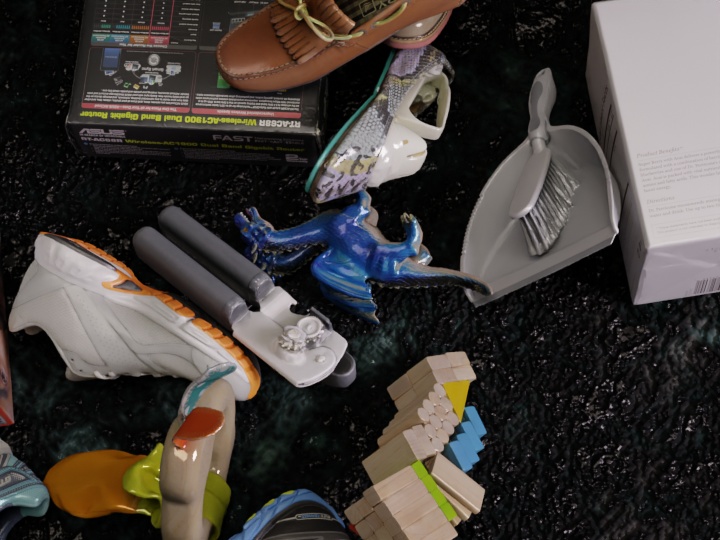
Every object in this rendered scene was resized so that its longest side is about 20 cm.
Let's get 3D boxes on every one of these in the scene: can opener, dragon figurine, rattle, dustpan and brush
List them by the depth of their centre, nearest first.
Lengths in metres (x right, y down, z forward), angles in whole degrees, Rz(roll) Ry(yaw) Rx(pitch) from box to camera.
[{"bbox_3d":[-0.151,0.112,1.163,0.143,0.200,0.130,25,77,11],"label":"rattle"},{"bbox_3d":[-0.089,0.026,1.273,0.200,0.067,0.053,38,64,24],"label":"can opener"},{"bbox_3d":[0.000,0.000,1.274,0.200,0.059,0.099,34,76,19],"label":"dragon figurine"},{"bbox_3d":[0.136,-0.078,1.285,0.057,0.139,0.200,46,38,-22],"label":"dustpan and brush"}]

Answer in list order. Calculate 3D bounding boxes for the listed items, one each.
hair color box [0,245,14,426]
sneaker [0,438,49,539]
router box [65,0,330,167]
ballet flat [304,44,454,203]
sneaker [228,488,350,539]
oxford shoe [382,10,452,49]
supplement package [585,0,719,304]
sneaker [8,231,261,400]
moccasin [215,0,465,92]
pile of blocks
[{"bbox_3d":[-0.303,0.008,1.261,0.064,0.111,0.200,-8,69,0],"label":"hair color box"},{"bbox_3d":[-0.298,0.210,1.203,0.086,0.078,0.200,33,74,11],"label":"sneaker"},{"bbox_3d":[-0.121,-0.164,1.343,0.199,0.062,0.150,3,68,4],"label":"router box"},{"bbox_3d":[0.025,-0.109,1.281,0.072,0.072,0.200,20,43,10],"label":"ballet flat"},{"bbox_3d":[-0.083,0.240,1.181,0.083,0.071,0.200,39,73,22],"label":"sneaker"},{"bbox_3d":[0.041,-0.261,1.342,0.070,0.075,0.200,2,54,6],"label":"oxford shoe"},{"bbox_3d":[0.244,-0.094,1.265,0.121,0.120,0.200,-9,69,1],"label":"supplement package"},{"bbox_3d":[-0.169,0.054,1.267,0.200,0.076,0.092,30,94,11],"label":"sneaker"},{"bbox_3d":[-0.016,-0.192,1.262,0.201,0.078,0.074,-18,69,11],"label":"moccasin"},{"bbox_3d":[0.040,0.140,1.204,0.082,0.062,0.200,41,37,-12],"label":"pile of blocks"}]
